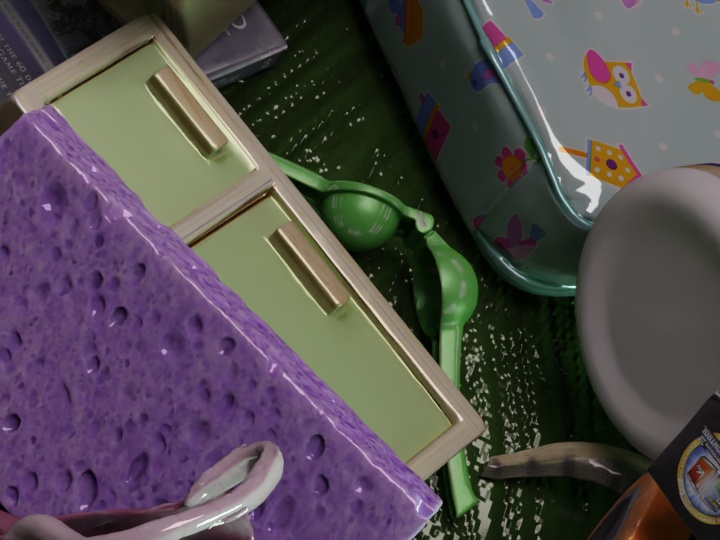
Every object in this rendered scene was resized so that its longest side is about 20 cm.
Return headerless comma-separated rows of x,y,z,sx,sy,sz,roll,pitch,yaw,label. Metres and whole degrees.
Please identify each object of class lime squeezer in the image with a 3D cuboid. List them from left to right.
0.000,0.000,1.115,0.071,0.038,0.200,-38,83,-9,lime squeezer

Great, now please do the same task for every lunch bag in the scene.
0.099,-0.086,1.184,0.160,0.077,0.200,-13,67,-33,lunch bag

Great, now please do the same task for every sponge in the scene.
-0.080,0.050,0.996,0.200,0.112,0.030,45,16,5,sponge

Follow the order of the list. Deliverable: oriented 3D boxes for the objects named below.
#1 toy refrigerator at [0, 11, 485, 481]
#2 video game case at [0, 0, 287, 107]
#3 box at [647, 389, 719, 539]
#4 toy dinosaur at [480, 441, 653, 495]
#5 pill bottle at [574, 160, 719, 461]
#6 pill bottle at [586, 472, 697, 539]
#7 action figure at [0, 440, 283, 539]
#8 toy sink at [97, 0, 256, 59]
-0.051,0.009,1.047,0.076,0.070,0.200,-35,84,-36,toy refrigerator
-0.144,-0.108,1.118,0.200,0.019,0.143,-26,74,-36,video game case
0.216,0.115,1.008,0.200,0.044,0.160,4,41,-46,box
0.153,0.093,1.122,0.200,0.047,0.088,30,59,-2,toy dinosaur
0.192,0.008,1.103,0.200,0.116,0.116,-9,65,-35,pill bottle
0.167,0.158,1.048,0.200,0.106,0.106,35,52,-1,pill bottle
-0.133,0.105,0.910,0.200,0.149,0.134,25,35,31,action figure
-0.077,-0.165,1.090,0.112,0.200,0.130,-44,86,-8,toy sink
